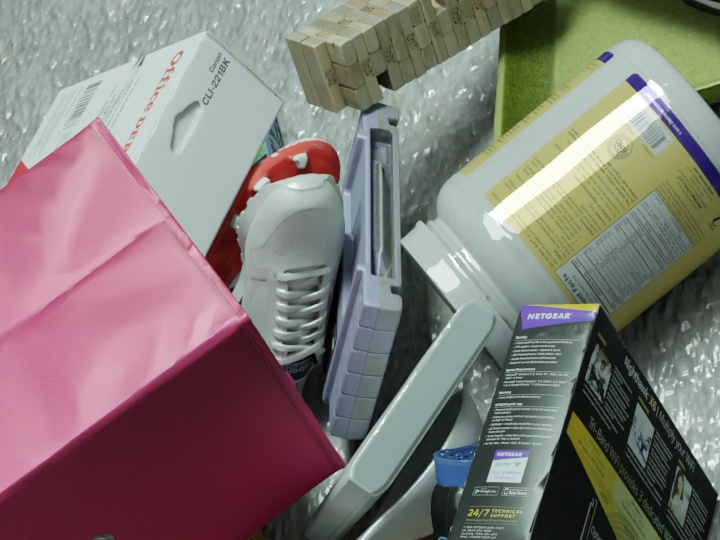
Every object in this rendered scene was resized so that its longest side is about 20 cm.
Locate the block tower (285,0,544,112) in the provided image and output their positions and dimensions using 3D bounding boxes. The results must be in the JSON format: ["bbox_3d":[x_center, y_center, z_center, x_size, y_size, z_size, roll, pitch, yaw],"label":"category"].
[{"bbox_3d":[0.047,-0.178,1.782,0.200,0.058,0.054,-34,33,-24],"label":"block tower"}]

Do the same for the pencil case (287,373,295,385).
[{"bbox_3d":[-0.138,0.102,1.712,0.199,0.089,0.089,2,54,25],"label":"pencil case"}]

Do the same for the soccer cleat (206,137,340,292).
[{"bbox_3d":[-0.095,-0.019,1.813,0.200,0.069,0.085,-50,29,-6],"label":"soccer cleat"}]

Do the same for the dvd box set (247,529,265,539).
[{"bbox_3d":[-0.119,0.225,1.676,0.146,0.029,0.200,-33,40,6],"label":"dvd box set"}]

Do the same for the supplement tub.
[{"bbox_3d":[0.139,-0.033,1.633,0.200,0.146,0.146,-39,41,0],"label":"supplement tub"}]

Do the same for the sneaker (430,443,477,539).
[{"bbox_3d":[0.097,0.140,1.507,0.070,0.200,0.078,3,91,32],"label":"sneaker"}]

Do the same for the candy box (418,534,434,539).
[{"bbox_3d":[0.019,0.249,1.534,0.115,0.055,0.200,21,67,46],"label":"candy box"}]

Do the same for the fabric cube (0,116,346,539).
[{"bbox_3d":[-0.161,0.073,1.565,0.199,0.196,0.200,-35,54,-5],"label":"fabric cube"}]

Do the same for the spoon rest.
[{"bbox_3d":[0.025,0.153,1.516,0.099,0.060,0.201,-50,17,50],"label":"spoon rest"}]

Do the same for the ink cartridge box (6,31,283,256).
[{"bbox_3d":[-0.163,-0.071,1.826,0.200,0.084,0.145,-15,42,52],"label":"ink cartridge box"}]

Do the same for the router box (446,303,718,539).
[{"bbox_3d":[0.129,0.139,1.442,0.052,0.200,0.158,-2,52,31],"label":"router box"}]

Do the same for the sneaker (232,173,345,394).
[{"bbox_3d":[-0.044,0.018,1.708,0.076,0.201,0.081,-5,51,-15],"label":"sneaker"}]

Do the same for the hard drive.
[{"bbox_3d":[0.022,0.099,1.590,0.132,0.026,0.200,-55,-1,-17],"label":"hard drive"}]

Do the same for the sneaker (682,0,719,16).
[{"bbox_3d":[0.215,-0.251,1.766,0.200,0.075,0.116,32,70,37],"label":"sneaker"}]

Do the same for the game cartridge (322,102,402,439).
[{"bbox_3d":[0.000,0.000,1.723,0.038,0.130,0.201,11,42,-10],"label":"game cartridge"}]

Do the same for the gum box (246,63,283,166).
[{"bbox_3d":[-0.147,-0.044,1.929,0.199,0.045,0.170,-27,42,12],"label":"gum box"}]

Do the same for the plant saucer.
[{"bbox_3d":[0.194,-0.168,1.788,0.199,0.048,0.201,-16,46,24],"label":"plant saucer"}]
